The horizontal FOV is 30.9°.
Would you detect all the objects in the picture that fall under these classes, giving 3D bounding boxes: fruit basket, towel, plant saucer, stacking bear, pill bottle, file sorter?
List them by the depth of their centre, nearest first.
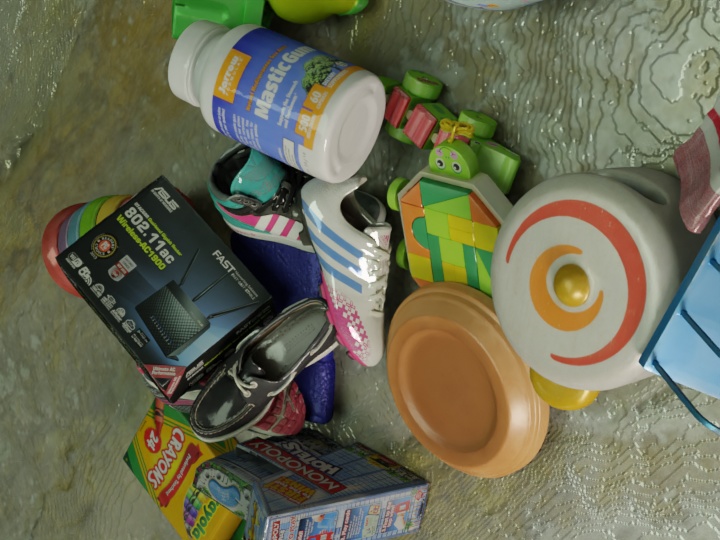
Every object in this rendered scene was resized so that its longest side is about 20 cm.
[{"bbox_3d":[0.330,0.032,0.972,0.201,0.138,0.123,-64,17,17],"label":"file sorter"},{"bbox_3d":[0.307,-0.139,1.020,0.023,0.144,0.201,26,117,-4],"label":"towel"},{"bbox_3d":[-0.085,-0.171,1.254,0.199,0.112,0.113,25,112,22],"label":"pill bottle"},{"bbox_3d":[0.094,0.111,1.263,0.199,0.037,0.202,22,123,39],"label":"plant saucer"},{"bbox_3d":[-0.091,-0.315,1.340,0.156,0.213,0.217,-107,34,-62],"label":"fruit basket"},{"bbox_3d":[-0.083,0.058,1.429,0.146,0.049,0.202,9,102,33],"label":"towel"},{"bbox_3d":[-0.271,-0.042,1.534,0.199,0.113,0.123,-15,87,35],"label":"stacking bear"}]

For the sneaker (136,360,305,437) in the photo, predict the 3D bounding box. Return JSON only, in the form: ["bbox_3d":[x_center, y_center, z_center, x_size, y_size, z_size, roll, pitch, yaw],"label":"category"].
[{"bbox_3d":[-0.147,0.131,1.419,0.198,0.081,0.075,21,146,20],"label":"sneaker"}]

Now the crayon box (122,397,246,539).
[{"bbox_3d":[-0.189,0.246,1.538,0.200,0.051,0.128,46,122,25],"label":"crayon box"}]

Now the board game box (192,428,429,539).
[{"bbox_3d":[-0.068,0.227,1.337,0.199,0.199,0.062,24,112,34],"label":"board game box"}]

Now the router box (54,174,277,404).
[{"bbox_3d":[-0.206,0.018,1.389,0.200,0.150,0.062,46,165,18],"label":"router box"}]

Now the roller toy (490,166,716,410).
[{"bbox_3d":[0.208,0.007,1.115,0.199,0.139,0.184,-34,75,38],"label":"roller toy"}]

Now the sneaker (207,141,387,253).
[{"bbox_3d":[-0.078,-0.084,1.335,0.198,0.121,0.084,6,65,27],"label":"sneaker"}]

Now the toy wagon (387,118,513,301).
[{"bbox_3d":[0.092,-0.046,1.230,0.154,0.040,0.202,18,132,37],"label":"toy wagon"}]

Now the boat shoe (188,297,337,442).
[{"bbox_3d":[-0.100,0.100,1.334,0.199,0.060,0.074,-36,73,0],"label":"boat shoe"}]

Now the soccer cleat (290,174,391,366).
[{"bbox_3d":[0.000,0.000,1.284,0.086,0.070,0.202,-15,107,19],"label":"soccer cleat"}]

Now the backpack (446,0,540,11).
[{"bbox_3d":[0.122,-0.307,1.121,0.199,0.175,0.155,1,93,43],"label":"backpack"}]

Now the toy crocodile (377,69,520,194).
[{"bbox_3d":[0.072,-0.136,1.259,0.200,0.061,0.068,39,119,28],"label":"toy crocodile"}]
